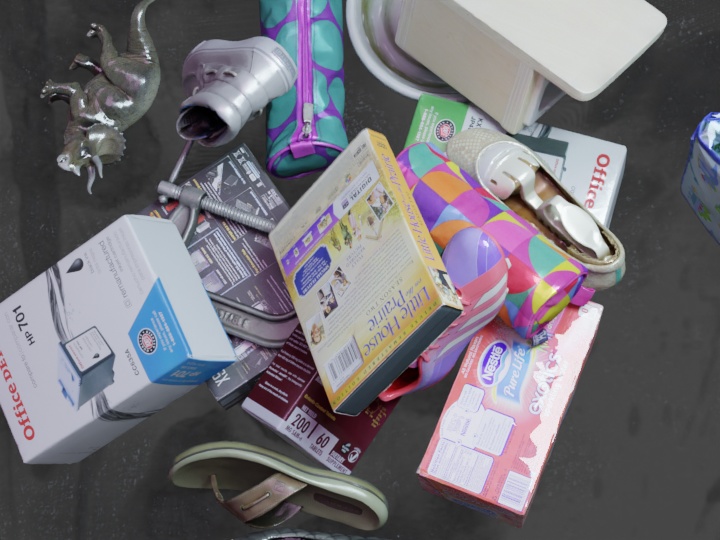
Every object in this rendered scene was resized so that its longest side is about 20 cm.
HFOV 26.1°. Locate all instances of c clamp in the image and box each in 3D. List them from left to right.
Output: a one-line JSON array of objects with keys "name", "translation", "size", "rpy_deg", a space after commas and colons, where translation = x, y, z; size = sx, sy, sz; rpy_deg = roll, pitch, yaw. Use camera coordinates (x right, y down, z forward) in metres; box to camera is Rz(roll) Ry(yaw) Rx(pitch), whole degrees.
[{"name": "c clamp", "translation": [-0.109, -0.025, 1.418], "size": [0.200, 0.027, 0.171], "rpy_deg": [26, 77, 12]}]

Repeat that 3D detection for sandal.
[{"name": "sandal", "translation": [-0.076, 0.200, 1.373], "size": [0.201, 0.080, 0.057], "rpy_deg": [13, 59, 7]}]

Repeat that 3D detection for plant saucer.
[{"name": "plant saucer", "translation": [0.087, -0.247, 1.507], "size": [0.200, 0.050, 0.200], "rpy_deg": [-1, 73, 4]}]

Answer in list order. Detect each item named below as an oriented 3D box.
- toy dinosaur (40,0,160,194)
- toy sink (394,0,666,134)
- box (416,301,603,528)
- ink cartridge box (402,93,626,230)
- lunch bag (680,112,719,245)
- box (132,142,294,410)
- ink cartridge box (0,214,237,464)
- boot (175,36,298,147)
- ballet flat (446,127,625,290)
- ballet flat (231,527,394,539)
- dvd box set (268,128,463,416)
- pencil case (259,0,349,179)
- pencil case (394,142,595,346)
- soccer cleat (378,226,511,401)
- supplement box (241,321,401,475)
[{"name": "toy dinosaur", "translation": [-0.242, -0.174, 1.510], "size": [0.102, 0.077, 0.200], "rpy_deg": [35, 74, 1]}, {"name": "toy sink", "translation": [0.151, -0.212, 1.394], "size": [0.200, 0.112, 0.130], "rpy_deg": [38, 61, 16]}, {"name": "box", "translation": [0.133, 0.115, 1.377], "size": [0.103, 0.095, 0.200], "rpy_deg": [20, 76, 10]}, {"name": "ink cartridge box", "translation": [0.132, -0.063, 1.434], "size": [0.200, 0.083, 0.147], "rpy_deg": [15, 76, 7]}, {"name": "lunch bag", "translation": [0.382, -0.061, 1.371], "size": [0.200, 0.170, 0.127], "rpy_deg": [25, 78, 13]}, {"name": "box", "translation": [-0.117, 0.005, 1.451], "size": [0.158, 0.050, 0.200], "rpy_deg": [-35, 75, -5]}, {"name": "ink cartridge box", "translation": [-0.232, 0.064, 1.386], "size": [0.200, 0.086, 0.146], "rpy_deg": [-33, 73, 20]}, {"name": "boot", "translation": [-0.140, -0.160, 1.426], "size": [0.096, 0.200, 0.074], "rpy_deg": [-45, 108, -20]}, {"name": "ballet flat", "translation": [0.158, -0.065, 1.357], "size": [0.200, 0.062, 0.067], "rpy_deg": [42, 77, 13]}, {"name": "ballet flat", "translation": [-0.041, 0.258, 1.369], "size": [0.200, 0.057, 0.066], "rpy_deg": [-2, 73, 4]}, {"name": "dvd box set", "translation": [0.000, 0.000, 1.300], "size": [0.146, 0.029, 0.200], "rpy_deg": [-47, 47, 29]}, {"name": "pencil case", "translation": [-0.053, -0.191, 1.478], "size": [0.085, 0.092, 0.200], "rpy_deg": [-2, 75, -6]}, {"name": "pencil case", "translation": [0.103, -0.025, 1.335], "size": [0.200, 0.088, 0.088], "rpy_deg": [41, 81, 16]}, {"name": "soccer cleat", "translation": [0.065, 0.041, 1.294], "size": [0.067, 0.200, 0.076], "rpy_deg": [44, 53, 14]}, {"name": "supplement box", "translation": [-0.003, 0.073, 1.385], "size": [0.061, 0.109, 0.200], "rpy_deg": [24, 77, 47]}]
